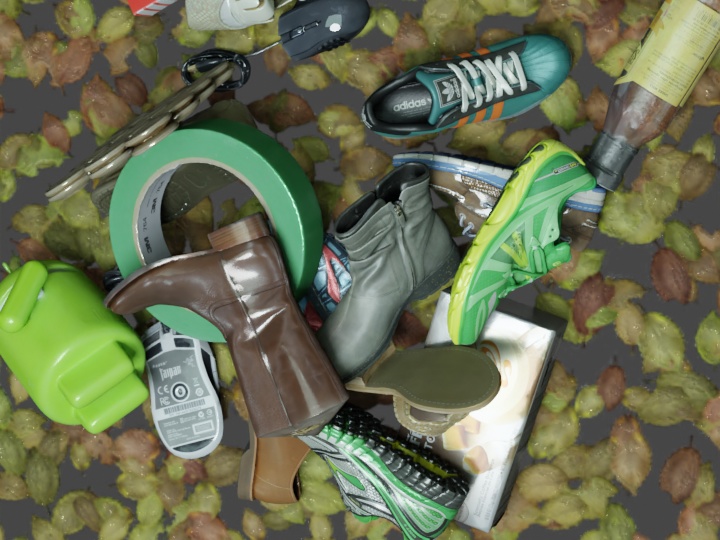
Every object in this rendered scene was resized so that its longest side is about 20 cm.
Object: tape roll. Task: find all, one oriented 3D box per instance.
[{"bbox_3d":[-0.134,-0.036,1.470,0.199,0.048,0.202,7,110,20],"label":"tape roll"}]

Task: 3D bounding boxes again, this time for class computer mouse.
[{"bbox_3d":[-0.183,0.086,1.582,0.109,0.044,0.201,-14,88,10],"label":"computer mouse"},{"bbox_3d":[-0.084,-0.217,1.523,0.199,0.034,0.059,-22,92,16],"label":"computer mouse"}]

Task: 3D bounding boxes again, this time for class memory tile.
[{"bbox_3d":[-0.199,-0.128,1.470,0.153,0.200,0.017,-28,103,26],"label":"memory tile"}]

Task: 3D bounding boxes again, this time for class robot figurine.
[{"bbox_3d":[-0.284,0.068,1.541,0.115,0.176,0.200,-37,51,-12],"label":"robot figurine"}]

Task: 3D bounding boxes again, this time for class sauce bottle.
[{"bbox_3d":[0.262,-0.166,1.427,0.066,0.066,0.201,33,102,8],"label":"sauce bottle"}]

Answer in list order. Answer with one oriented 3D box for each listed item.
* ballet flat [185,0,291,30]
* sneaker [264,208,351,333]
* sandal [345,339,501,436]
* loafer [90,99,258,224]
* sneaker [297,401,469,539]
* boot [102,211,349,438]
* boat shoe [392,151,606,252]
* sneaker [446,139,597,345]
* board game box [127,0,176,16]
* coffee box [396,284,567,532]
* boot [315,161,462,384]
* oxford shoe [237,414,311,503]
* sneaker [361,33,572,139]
[{"bbox_3d":[-0.080,-0.269,1.492,0.199,0.067,0.063,-29,54,15],"label":"ballet flat"},{"bbox_3d":[-0.030,0.001,1.526,0.095,0.079,0.201,-19,99,2],"label":"sneaker"},{"bbox_3d":[0.059,0.113,1.429,0.211,0.078,0.070,10,135,48],"label":"sandal"},{"bbox_3d":[-0.173,-0.103,1.543,0.199,0.068,0.076,-19,136,26],"label":"loafer"},{"bbox_3d":[-0.005,0.181,1.453,0.199,0.078,0.086,32,106,19],"label":"sneaker"},{"bbox_3d":[-0.120,0.074,1.423,0.186,0.064,0.201,-25,88,25],"label":"boot"},{"bbox_3d":[0.121,-0.063,1.470,0.199,0.072,0.073,13,98,12],"label":"boat shoe"},{"bbox_3d":[0.140,-0.016,1.404,0.083,0.074,0.201,31,96,2],"label":"sneaker"},{"bbox_3d":[-0.189,-0.366,1.523,0.151,0.046,0.201,-26,90,16],"label":"board game box"},{"bbox_3d":[0.106,0.126,1.493,0.114,0.080,0.201,20,101,13],"label":"coffee box"},{"bbox_3d":[0.000,0.000,1.429,0.200,0.131,0.068,-46,47,-15],"label":"boot"},{"bbox_3d":[-0.072,0.138,1.537,0.071,0.071,0.201,11,121,7],"label":"oxford shoe"},{"bbox_3d":[0.096,-0.163,1.460,0.199,0.080,0.072,-18,92,15],"label":"sneaker"}]
